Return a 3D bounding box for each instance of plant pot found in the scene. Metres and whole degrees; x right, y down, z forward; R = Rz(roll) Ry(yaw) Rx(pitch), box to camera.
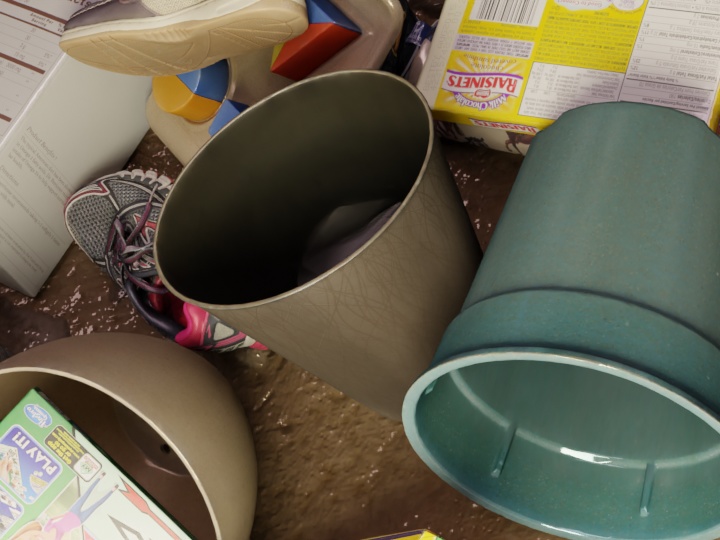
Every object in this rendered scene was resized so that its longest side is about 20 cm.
[{"bbox_3d":[0.145,0.023,1.077,0.199,0.201,0.197,4,56,24],"label":"plant pot"},{"bbox_3d":[-0.141,0.118,1.152,0.199,0.201,0.134,5,27,25],"label":"plant pot"}]

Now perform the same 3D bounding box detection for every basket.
[{"bbox_3d":[0.000,0.000,1.129,0.180,0.200,0.136,-31,52,7],"label":"basket"}]

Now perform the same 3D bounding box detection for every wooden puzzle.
[{"bbox_3d":[-0.072,-0.136,1.248,0.185,0.046,0.201,47,118,41],"label":"wooden puzzle"}]

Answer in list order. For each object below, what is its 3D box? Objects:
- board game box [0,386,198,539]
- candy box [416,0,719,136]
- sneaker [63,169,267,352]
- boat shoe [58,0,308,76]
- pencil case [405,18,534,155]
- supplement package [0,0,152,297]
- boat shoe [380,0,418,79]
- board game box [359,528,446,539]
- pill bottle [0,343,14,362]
[{"bbox_3d":[-0.154,0.182,1.045,0.200,0.029,0.135,43,85,0],"label":"board game box"},{"bbox_3d":[0.135,-0.130,1.162,0.199,0.026,0.103,12,78,29],"label":"candy box"},{"bbox_3d":[-0.136,-0.010,1.249,0.200,0.074,0.081,30,116,40],"label":"sneaker"},{"bbox_3d":[-0.114,-0.172,1.225,0.199,0.072,0.065,-7,70,40],"label":"boat shoe"},{"bbox_3d":[0.126,-0.115,1.221,0.199,0.078,0.090,16,96,29],"label":"pencil case"},{"bbox_3d":[-0.242,-0.106,1.344,0.117,0.117,0.201,23,72,33],"label":"supplement package"},{"bbox_3d":[-0.027,-0.113,1.276,0.071,0.091,0.201,18,70,30],"label":"boat shoe"},{"bbox_3d":[-0.011,0.230,1.020,0.057,0.200,0.166,31,71,-11],"label":"board game box"},{"bbox_3d":[-0.281,0.078,1.204,0.115,0.200,0.117,-10,58,17],"label":"pill bottle"}]
